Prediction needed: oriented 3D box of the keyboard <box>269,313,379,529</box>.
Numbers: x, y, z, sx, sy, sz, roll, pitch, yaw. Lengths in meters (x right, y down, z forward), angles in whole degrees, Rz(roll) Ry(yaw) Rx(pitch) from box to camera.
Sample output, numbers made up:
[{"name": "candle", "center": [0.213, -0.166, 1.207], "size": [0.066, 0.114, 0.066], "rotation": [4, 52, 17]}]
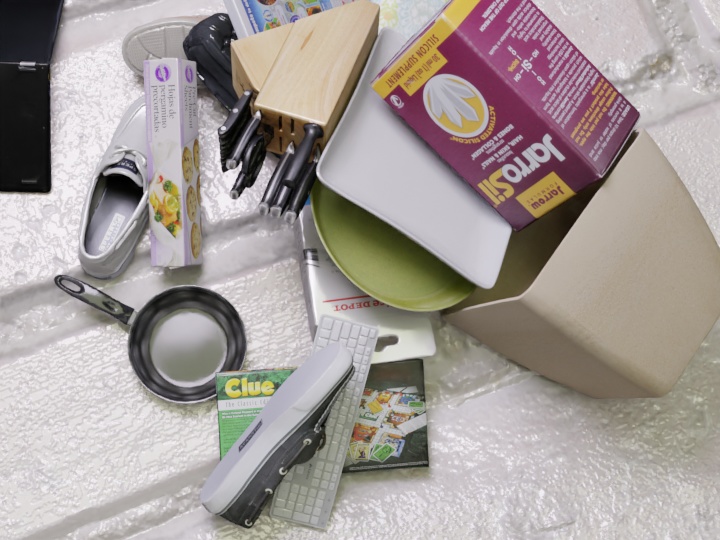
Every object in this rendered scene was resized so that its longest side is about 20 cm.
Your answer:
[{"name": "keyboard", "center": [-0.034, 0.142, 1.072], "size": [0.056, 0.011, 0.201], "rotation": [13, 99, -11]}]

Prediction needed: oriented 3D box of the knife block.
[{"name": "knife block", "center": [-0.041, -0.140, 1.043], "size": [0.199, 0.064, 0.176], "rotation": [-21, 63, -16]}]

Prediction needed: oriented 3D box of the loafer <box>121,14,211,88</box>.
[{"name": "loafer", "center": [-0.145, -0.232, 1.197], "size": [0.199, 0.063, 0.072], "rotation": [-4, 116, -6]}]

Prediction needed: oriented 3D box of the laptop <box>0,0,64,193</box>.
[{"name": "laptop", "center": [-0.402, -0.189, 1.176], "size": [0.186, 0.116, 0.201], "rotation": [1, 102, -5]}]

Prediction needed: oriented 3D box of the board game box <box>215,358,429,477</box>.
[{"name": "board game box", "center": [-0.036, 0.142, 1.098], "size": [0.199, 0.023, 0.106], "rotation": [-3, 92, -8]}]

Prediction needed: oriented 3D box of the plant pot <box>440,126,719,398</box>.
[{"name": "plant pot", "center": [0.229, 0.015, 1.096], "size": [0.177, 0.200, 0.200], "rotation": [40, 73, -8]}]

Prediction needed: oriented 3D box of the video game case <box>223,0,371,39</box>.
[{"name": "video game case", "center": [-0.047, -0.266, 1.169], "size": [0.199, 0.018, 0.144], "rotation": [-25, 95, -39]}]

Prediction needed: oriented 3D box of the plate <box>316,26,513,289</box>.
[{"name": "plate", "center": [0.065, -0.103, 1.087], "size": [0.199, 0.032, 0.200], "rotation": [32, 55, -15]}]

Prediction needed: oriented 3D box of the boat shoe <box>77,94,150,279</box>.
[{"name": "boat shoe", "center": [-0.226, -0.090, 1.136], "size": [0.073, 0.065, 0.201], "rotation": [13, 73, -2]}]

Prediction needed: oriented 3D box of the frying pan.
[{"name": "frying pan", "center": [-0.203, 0.069, 1.109], "size": [0.189, 0.031, 0.116], "rotation": [4, 75, -4]}]

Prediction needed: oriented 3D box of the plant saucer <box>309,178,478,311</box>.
[{"name": "plant saucer", "center": [0.038, -0.053, 1.096], "size": [0.199, 0.031, 0.201], "rotation": [10, 67, -23]}]

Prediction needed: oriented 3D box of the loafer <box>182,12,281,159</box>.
[{"name": "loafer", "center": [-0.099, -0.169, 1.161], "size": [0.201, 0.070, 0.068], "rotation": [49, 55, -18]}]

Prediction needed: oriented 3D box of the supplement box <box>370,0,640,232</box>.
[{"name": "supplement box", "center": [0.131, -0.155, 1.051], "size": [0.200, 0.131, 0.103], "rotation": [43, 53, -7]}]

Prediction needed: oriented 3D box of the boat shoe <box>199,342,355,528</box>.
[{"name": "boat shoe", "center": [-0.065, 0.150, 1.042], "size": [0.057, 0.069, 0.200], "rotation": [37, 104, -16]}]

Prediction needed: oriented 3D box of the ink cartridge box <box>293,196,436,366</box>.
[{"name": "ink cartridge box", "center": [0.000, 0.000, 1.133], "size": [0.115, 0.068, 0.201], "rotation": [-7, 74, -9]}]

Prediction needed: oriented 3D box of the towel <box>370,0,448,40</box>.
[{"name": "towel", "center": [0.075, -0.193, 1.179], "size": [0.200, 0.048, 0.172], "rotation": [36, 75, -17]}]

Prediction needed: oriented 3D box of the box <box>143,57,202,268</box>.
[{"name": "box", "center": [-0.181, -0.103, 1.120], "size": [0.038, 0.041, 0.201], "rotation": [0, 93, 19]}]
